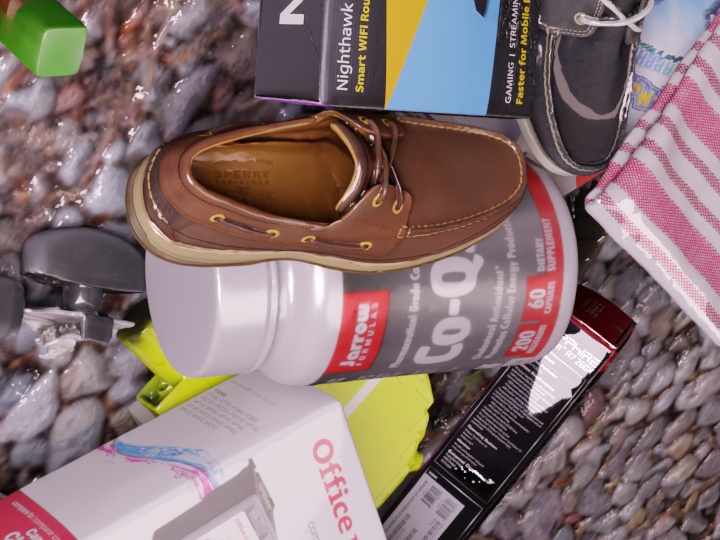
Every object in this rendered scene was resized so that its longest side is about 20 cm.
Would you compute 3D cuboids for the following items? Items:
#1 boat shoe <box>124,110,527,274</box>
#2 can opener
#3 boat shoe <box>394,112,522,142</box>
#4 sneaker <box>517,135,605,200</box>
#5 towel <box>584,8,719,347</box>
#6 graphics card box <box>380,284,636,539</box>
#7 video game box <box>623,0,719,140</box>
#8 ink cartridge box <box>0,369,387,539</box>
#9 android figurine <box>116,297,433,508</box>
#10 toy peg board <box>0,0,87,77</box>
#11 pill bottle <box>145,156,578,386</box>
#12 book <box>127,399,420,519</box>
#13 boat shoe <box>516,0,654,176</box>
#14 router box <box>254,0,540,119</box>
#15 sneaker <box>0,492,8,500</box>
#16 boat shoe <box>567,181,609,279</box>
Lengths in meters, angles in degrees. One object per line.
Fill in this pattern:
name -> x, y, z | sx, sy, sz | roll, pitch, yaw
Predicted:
boat shoe -> -0.006, -0.039, 0.972 | 0.200, 0.072, 0.068 | -4, 167, -24
can opener -> -0.189, 0.006, 1.009 | 0.200, 0.053, 0.067 | 9, 81, -51
boat shoe -> 0.008, -0.127, 1.064 | 0.200, 0.065, 0.074 | 50, 60, -35
sneaker -> 0.068, -0.064, 1.195 | 0.200, 0.093, 0.070 | -33, -178, 16
towel -> 0.221, -0.063, 1.097 | 0.146, 0.030, 0.200 | 41, 77, -19
graphics card box -> 0.082, 0.102, 1.248 | 0.200, 0.051, 0.125 | -54, 173, 13
video game box -> 0.206, -0.142, 1.141 | 0.200, 0.047, 0.182 | 19, 87, -14
ink cartridge box -> -0.090, 0.158, 1.067 | 0.200, 0.086, 0.148 | -27, 116, -21
android figurine -> -0.039, 0.066, 1.148 | 0.182, 0.041, 0.200 | -50, 120, -10
toy peg board -> -0.183, -0.164, 0.816 | 0.199, 0.098, 0.200 | -10, 128, -41
pill bottle -> 0.000, 0.000, 1.067 | 0.200, 0.114, 0.114 | -5, 126, -27
book -> -0.045, 0.102, 1.240 | 0.134, 0.048, 0.200 | -41, 139, -13
boat shoe -> 0.116, -0.143, 1.050 | 0.072, 0.068, 0.200 | -4, 105, -25
router box -> 0.024, -0.175, 0.991 | 0.149, 0.051, 0.200 | -1, 96, -45
sneaker -> -0.243, 0.160, 1.061 | 0.200, 0.070, 0.109 | 1, 123, -51
boat shoe -> 0.138, -0.060, 1.254 | 0.200, 0.076, 0.074 | -55, 169, 23
